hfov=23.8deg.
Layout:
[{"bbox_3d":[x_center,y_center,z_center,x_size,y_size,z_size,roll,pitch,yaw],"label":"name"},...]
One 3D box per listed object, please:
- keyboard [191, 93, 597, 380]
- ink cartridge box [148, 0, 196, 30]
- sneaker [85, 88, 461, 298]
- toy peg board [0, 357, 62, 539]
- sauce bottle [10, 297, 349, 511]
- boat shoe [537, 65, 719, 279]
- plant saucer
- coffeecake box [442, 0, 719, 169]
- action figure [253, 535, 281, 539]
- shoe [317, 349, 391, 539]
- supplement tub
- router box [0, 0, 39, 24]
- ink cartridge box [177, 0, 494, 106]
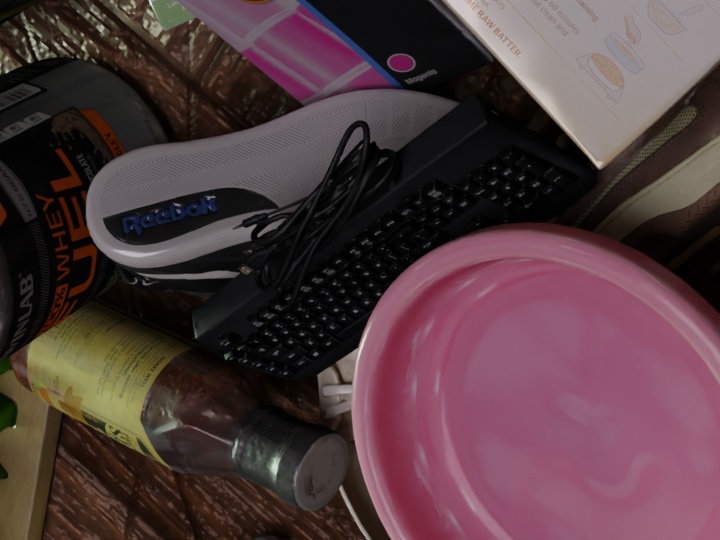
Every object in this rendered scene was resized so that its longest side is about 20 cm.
[{"bbox_3d":[0.000,0.000,0.728,0.104,0.040,0.200,25,135,-32],"label":"keyboard"},{"bbox_3d":[-0.068,-0.226,0.758,0.145,0.048,0.200,-17,105,34],"label":"ink cartridge box"},{"bbox_3d":[-0.022,-0.032,0.807,0.200,0.112,0.073,-5,78,3],"label":"sneaker"},{"bbox_3d":[-0.283,0.081,0.981,0.199,0.098,0.200,25,121,17],"label":"toy peg board"},{"bbox_3d":[-0.094,0.067,0.866,0.200,0.066,0.066,22,122,38],"label":"sauce bottle"},{"bbox_3d":[0.111,-0.027,0.745,0.202,0.075,0.075,-40,65,38],"label":"boat shoe"},{"bbox_3d":[0.090,0.073,0.709,0.200,0.051,0.201,14,116,31],"label":"plant saucer"},{"bbox_3d":[0.112,-0.161,0.629,0.200,0.073,0.154,-43,88,12],"label":"coffeecake box"},{"bbox_3d":[-0.069,0.233,0.911,0.200,0.149,0.134,14,125,7],"label":"action figure"},{"bbox_3d":[0.022,0.092,0.846,0.070,0.053,0.200,-11,107,33],"label":"shoe"},{"bbox_3d":[-0.186,-0.020,0.819,0.122,0.200,0.123,12,118,24],"label":"supplement tub"},{"bbox_3d":[-0.215,-0.124,0.788,0.157,0.200,0.052,-24,100,33],"label":"router box"},{"bbox_3d":[-0.036,-0.137,0.717,0.095,0.037,0.200,-18,140,34],"label":"ink cartridge box"}]
